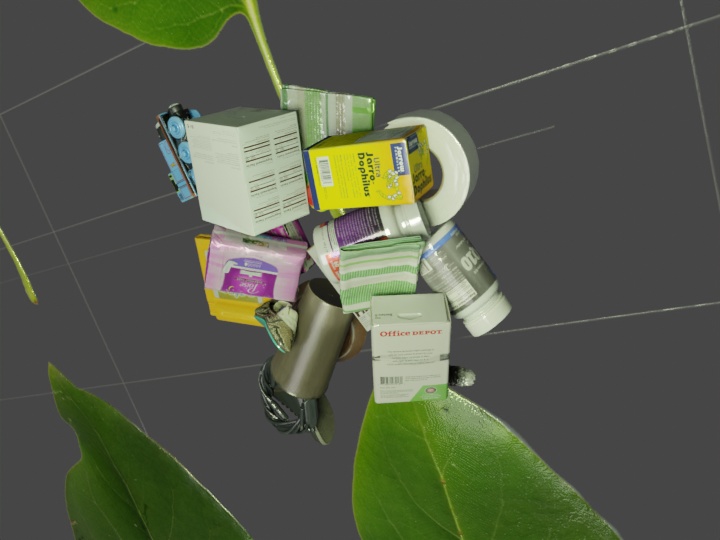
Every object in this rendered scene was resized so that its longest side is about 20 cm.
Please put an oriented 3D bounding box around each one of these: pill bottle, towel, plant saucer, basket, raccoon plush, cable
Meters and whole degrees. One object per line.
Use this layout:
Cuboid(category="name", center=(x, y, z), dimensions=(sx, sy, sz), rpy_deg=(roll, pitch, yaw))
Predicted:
Cuboid(category="pill bottle", center=(0.023, -0.061, 1.242), dimensions=(0.196, 0.112, 0.114), rpy_deg=(-21, 103, 13))
Cuboid(category="towel", center=(-0.063, -0.275, 1.344), dimensions=(0.195, 0.031, 0.153), rpy_deg=(12, 120, 19))
Cuboid(category="plant saucer", center=(-0.081, 0.118, 1.525), dimensions=(0.196, 0.034, 0.205), rpy_deg=(12, 118, 23))
Cuboid(category="basket", center=(-0.091, 0.130, 1.431), dimensions=(0.133, 0.181, 0.203), rpy_deg=(21, 111, -7))
Cuboid(category="towel", center=(0.036, 0.012, 1.230), dimensions=(0.148, 0.024, 0.202), rpy_deg=(-8, 148, -7))
Cuboid(category="raccoon plush", center=(0.141, 0.153, 1.418), dimensions=(0.194, 0.097, 0.138), rpy_deg=(3, 104, -3))
Cuboid(category="pill bottle", center=(0.188, 0.016, 1.293), dimensions=(0.113, 0.114, 0.201), rpy_deg=(-36, 94, 34))
Cuboid(category="cable", center=(-0.165, 0.272, 1.563), dimensions=(0.160, 0.050, 0.205), rpy_deg=(4, 108, 36))

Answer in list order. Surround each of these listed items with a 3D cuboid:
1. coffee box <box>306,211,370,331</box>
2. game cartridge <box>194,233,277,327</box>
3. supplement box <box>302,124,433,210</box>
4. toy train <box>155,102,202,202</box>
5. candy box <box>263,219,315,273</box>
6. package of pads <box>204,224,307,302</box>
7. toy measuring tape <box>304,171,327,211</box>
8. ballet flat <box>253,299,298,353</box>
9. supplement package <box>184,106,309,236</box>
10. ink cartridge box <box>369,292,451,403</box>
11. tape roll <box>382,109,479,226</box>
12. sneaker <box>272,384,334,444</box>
Cuboid(category="coffee box", center=(0.000, 0.000, 1.381), dimensions=(0.079, 0.114, 0.201), rpy_deg=(-35, 95, 33))
Cuboid(category="game cartridge", center=(-0.267, 0.024, 1.503), dimensions=(0.172, 0.032, 0.205), rpy_deg=(6, 117, 23))
Cuboid(category="supplement box", center=(0.015, -0.179, 1.209), dimensions=(0.195, 0.109, 0.112), rpy_deg=(-1, 112, 27))
Cuboid(category="toy train", center=(-0.369, -0.249, 1.473), dimensions=(0.112, 0.087, 0.204), rpy_deg=(-15, 105, 37))
Cuboid(category="candy box", center=(-0.207, -0.041, 1.499), dimensions=(0.197, 0.061, 0.139), rpy_deg=(-19, 104, 32))
Cuboid(category="package of pads", center=(-0.210, -0.010, 1.390), dimensions=(0.195, 0.076, 0.123), rpy_deg=(9, 120, -12))
Cuboid(category="toy measuring tape", center=(-0.048, -0.138, 1.354), dimensions=(0.198, 0.073, 0.075), rpy_deg=(29, 124, 32))
Cuboid(category="ballet flat", center=(-0.163, 0.098, 1.389), dimensions=(0.075, 0.200, 0.068), rpy_deg=(-46, 114, -5))
Cuboid(category="supplement package", center=(-0.220, -0.200, 1.349), dimensions=(0.189, 0.145, 0.205), rpy_deg=(17, 122, 44))
Cuboid(category="ink cartridge box", center=(0.091, 0.146, 1.287), dimensions=(0.141, 0.085, 0.204), rpy_deg=(-3, 128, 0))
Cuboid(category="tape roll", center=(0.114, -0.187, 1.264), dimensions=(0.198, 0.071, 0.207), rpy_deg=(11, 117, 22))
Cuboid(category="sneaker", center=(-0.137, 0.318, 1.628), dimensions=(0.105, 0.074, 0.204), rpy_deg=(-22, 93, 37))
